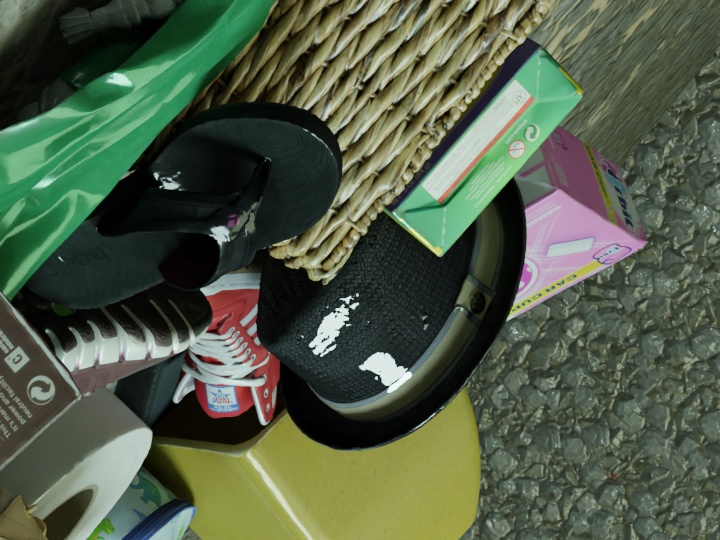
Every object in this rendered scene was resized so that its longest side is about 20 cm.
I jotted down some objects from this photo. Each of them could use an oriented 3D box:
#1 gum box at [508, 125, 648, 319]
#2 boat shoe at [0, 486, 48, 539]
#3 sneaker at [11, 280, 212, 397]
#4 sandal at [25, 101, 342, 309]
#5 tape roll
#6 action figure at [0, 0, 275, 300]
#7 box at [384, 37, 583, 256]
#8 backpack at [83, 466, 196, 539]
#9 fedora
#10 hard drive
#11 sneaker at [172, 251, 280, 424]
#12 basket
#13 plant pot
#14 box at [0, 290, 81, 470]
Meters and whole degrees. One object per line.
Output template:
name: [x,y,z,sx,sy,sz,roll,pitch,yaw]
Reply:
gum box: [0.067,-0.013,1.096,0.200,0.066,0.113,-31,147,26]
boat shoe: [-0.195,0.145,0.879,0.074,0.069,0.200,-9,156,42]
sneaker: [-0.171,0.049,0.882,0.116,0.076,0.200,-47,162,28]
sandal: [-0.084,-0.015,0.763,0.200,0.075,0.048,-25,-140,38]
tape roll: [-0.220,0.147,1.022,0.202,0.071,0.202,-47,171,-10]
action figure: [-0.098,-0.080,0.700,0.200,0.055,0.118,-43,168,-6]
box: [0.024,-0.099,0.935,0.117,0.048,0.200,-49,-146,1]
backpack: [-0.202,0.228,1.199,0.200,0.147,0.183,-51,173,1]
fedora: [0.000,0.000,0.988,0.092,0.201,0.201,33,101,-38]
hard drive: [-0.092,0.024,1.214,0.200,0.033,0.140,-43,169,-29]
sneaker: [-0.091,0.043,1.050,0.200,0.071,0.113,1,102,-73]
basket: [-0.027,-0.125,0.816,0.200,0.149,0.143,-51,-156,19]
plant pot: [-0.025,0.144,1.270,0.196,0.200,0.194,-43,-157,-29]
box: [-0.220,0.088,0.676,0.200,0.075,0.100,-45,-160,-26]
